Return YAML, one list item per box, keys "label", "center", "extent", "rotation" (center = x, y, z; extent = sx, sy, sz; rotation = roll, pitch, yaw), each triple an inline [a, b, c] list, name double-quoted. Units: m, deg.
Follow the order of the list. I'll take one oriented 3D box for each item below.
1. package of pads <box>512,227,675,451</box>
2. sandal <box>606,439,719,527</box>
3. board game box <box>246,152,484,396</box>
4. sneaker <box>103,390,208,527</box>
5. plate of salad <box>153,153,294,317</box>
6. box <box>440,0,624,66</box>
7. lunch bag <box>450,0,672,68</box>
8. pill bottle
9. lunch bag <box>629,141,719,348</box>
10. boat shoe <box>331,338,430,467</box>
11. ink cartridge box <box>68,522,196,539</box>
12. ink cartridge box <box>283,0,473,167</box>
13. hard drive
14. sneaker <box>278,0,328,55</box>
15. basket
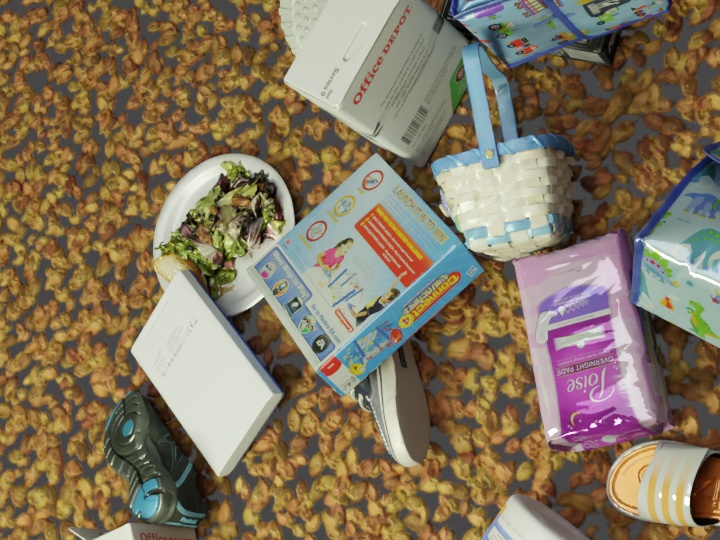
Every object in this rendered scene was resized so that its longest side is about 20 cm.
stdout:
- label: "package of pads"
  center: [0.226, 0.070, 1.305]
  extent: [0.120, 0.076, 0.202]
  rotation: [-17, 70, 27]
- label: "sandal"
  center: [0.323, 0.199, 1.228]
  extent: [0.205, 0.059, 0.080]
  rotation: [3, 79, 29]
- label: "board game box"
  center: [0.000, 0.000, 1.402]
  extent: [0.196, 0.056, 0.200]
  rotation: [-41, 42, 2]
- label: "sneaker"
  center: [-0.236, 0.220, 1.524]
  extent: [0.073, 0.082, 0.200]
  rotation: [-48, 41, 18]
- label: "plate of salad"
  center: [-0.168, -0.044, 1.563]
  extent: [0.199, 0.048, 0.202]
  rotation: [-8, 73, 27]
- label: "box"
  center: [0.199, -0.318, 1.436]
  extent: [0.199, 0.044, 0.161]
  rotation: [17, 87, 31]
- label: "lunch bag"
  center: [0.208, -0.282, 1.309]
  extent: [0.199, 0.150, 0.095]
  rotation: [-7, 75, 27]
- label: "pill bottle"
  center: [0.136, 0.324, 1.268]
  extent: [0.112, 0.112, 0.201]
  rotation: [37, 96, 30]
- label: "lunch bag"
  center: [0.370, -0.029, 1.222]
  extent: [0.170, 0.128, 0.200]
  rotation: [31, 61, 26]
- label: "boat shoe"
  center: [0.011, 0.123, 1.416]
  extent: [0.092, 0.075, 0.201]
  rotation: [-24, 58, 26]
- label: "ink cartridge box"
  center: [-0.247, 0.369, 1.453]
  extent: [0.125, 0.128, 0.201]
  rotation: [-26, 67, 20]
- label: "ink cartridge box"
  center: [0.029, -0.215, 1.411]
  extent: [0.084, 0.200, 0.147]
  rotation: [31, 92, 32]
- label: "hard drive"
  center: [-0.178, 0.115, 1.520]
  extent: [0.200, 0.025, 0.132]
  rotation: [49, 120, 28]
- label: "sneaker"
  center: [-0.052, -0.343, 1.566]
  extent: [0.076, 0.080, 0.202]
  rotation: [-2, 96, 25]
- label: "basket"
  center: [0.142, -0.116, 1.340]
  extent: [0.138, 0.176, 0.202]
  rotation: [-8, 82, 18]
